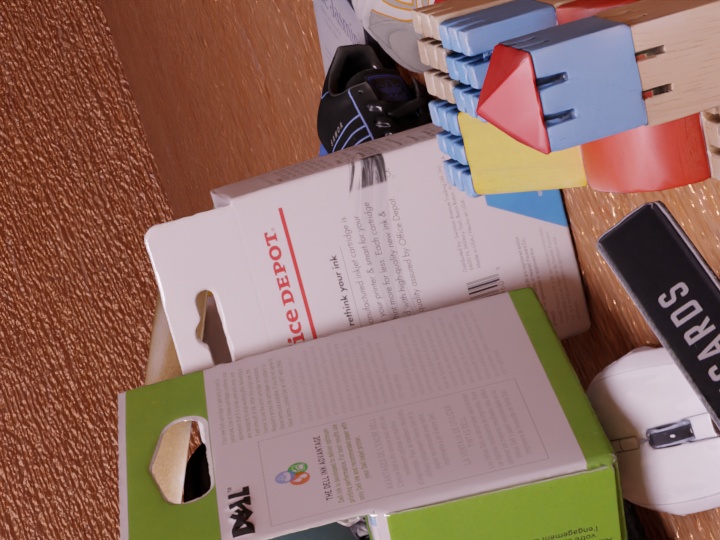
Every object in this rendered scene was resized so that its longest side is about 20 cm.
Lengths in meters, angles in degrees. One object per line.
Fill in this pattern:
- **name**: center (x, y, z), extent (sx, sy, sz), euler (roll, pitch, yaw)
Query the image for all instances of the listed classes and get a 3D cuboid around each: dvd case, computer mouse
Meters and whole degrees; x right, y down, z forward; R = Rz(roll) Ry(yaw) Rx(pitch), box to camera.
- **dvd case**: center (0.142, 0.084, 0.447), extent (0.200, 0.025, 0.151), euler (47, -169, -43)
- **computer mouse**: center (0.128, 0.069, 0.688), extent (0.200, 0.044, 0.110), euler (133, 118, -78)
- **dvd case**: center (0.000, -0.119, 1.153), extent (0.143, 0.017, 0.201), euler (-118, 15, -51)

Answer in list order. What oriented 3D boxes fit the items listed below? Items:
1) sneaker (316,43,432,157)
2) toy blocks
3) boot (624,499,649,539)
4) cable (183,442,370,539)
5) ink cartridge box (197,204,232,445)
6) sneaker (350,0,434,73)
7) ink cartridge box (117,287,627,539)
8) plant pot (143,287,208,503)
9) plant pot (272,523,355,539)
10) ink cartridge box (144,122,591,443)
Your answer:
- **sneaker**: center (0.020, -0.069, 0.979), extent (0.200, 0.070, 0.078), euler (-131, 38, -55)
- **toy blocks**: center (0.079, -0.061, 0.470), extent (0.200, 0.136, 0.100), euler (-135, 29, -70)
- **boot**: center (0.098, 0.191, 0.842), extent (0.211, 0.079, 0.158), euler (110, 142, -50)
- **cable**: center (-0.034, 0.158, 0.878), extent (0.163, 0.051, 0.200), euler (43, 147, 1)
- **ink cartridge box**: center (-0.017, 0.039, 0.988), extent (0.200, 0.145, 0.088), euler (-92, -4, -55)
- **sneaker**: center (0.049, -0.114, 0.745), extent (0.200, 0.075, 0.092), euler (112, 136, -76)
- **ink cartridge box**: center (0.001, 0.092, 0.726), extent (0.148, 0.199, 0.076), euler (-107, 4, -62)
- **plant pot**: center (-0.105, 0.089, 0.883), extent (0.200, 0.027, 0.201), euler (-172, 90, -83)
- **plant pot**: center (-0.054, 0.327, 1.744), extent (0.188, 0.200, 0.201), euler (39, 147, 46)
- **ink cartridge box**: center (0.000, 0.000, 0.823), extent (0.068, 0.199, 0.117), euler (-149, 43, -75)
